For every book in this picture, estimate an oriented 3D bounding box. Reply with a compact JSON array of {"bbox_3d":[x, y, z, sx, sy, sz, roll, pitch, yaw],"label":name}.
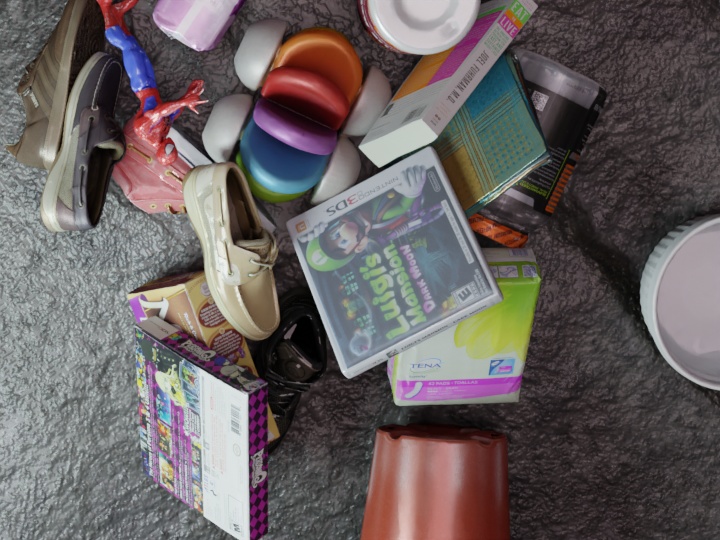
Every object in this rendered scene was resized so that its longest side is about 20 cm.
[{"bbox_3d":[0.092,-0.204,1.544,0.048,0.133,0.200,44,65,-14],"label":"book"}]

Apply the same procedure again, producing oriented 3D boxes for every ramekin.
[{"bbox_3d":[0.412,0.028,1.665,0.199,0.105,0.201,-1,100,-5],"label":"ramekin"}]

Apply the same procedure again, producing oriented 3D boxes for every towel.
[{"bbox_3d":[0.110,-0.126,1.571,0.022,0.147,0.200,18,136,-43],"label":"towel"}]

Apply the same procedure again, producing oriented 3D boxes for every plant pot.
[{"bbox_3d":[0.086,0.276,1.639,0.200,0.201,0.196,4,90,-6],"label":"plant pot"}]

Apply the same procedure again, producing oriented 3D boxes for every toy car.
[{"bbox_3d":[-0.065,-0.165,1.567,0.174,0.150,0.201,24,96,-9],"label":"toy car"}]

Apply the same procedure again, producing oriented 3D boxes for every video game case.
[{"bbox_3d":[-0.171,0.171,1.577,0.036,0.181,0.201,-27,130,-40],"label":"video game case"},{"bbox_3d":[0.031,-0.011,1.533,0.181,0.023,0.201,-28,59,9],"label":"video game case"}]

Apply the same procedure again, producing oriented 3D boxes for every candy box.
[{"bbox_3d":[-0.172,0.103,1.612,0.056,0.116,0.201,-29,103,-39],"label":"candy box"}]

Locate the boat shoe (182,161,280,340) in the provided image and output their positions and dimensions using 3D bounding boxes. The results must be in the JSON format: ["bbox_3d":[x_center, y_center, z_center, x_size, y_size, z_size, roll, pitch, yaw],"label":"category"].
[{"bbox_3d":[-0.124,-0.019,1.549,0.065,0.072,0.201,-6,109,39],"label":"boat shoe"}]

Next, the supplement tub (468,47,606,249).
[{"bbox_3d":[0.176,-0.131,1.609,0.122,0.123,0.201,25,95,-9],"label":"supplement tub"}]

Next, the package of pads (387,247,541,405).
[{"bbox_3d":[0.108,0.062,1.619,0.154,0.068,0.201,0,131,-6],"label":"package of pads"}]

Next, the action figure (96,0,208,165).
[{"bbox_3d":[-0.207,-0.211,1.548,0.099,0.065,0.201,-19,77,13],"label":"action figure"}]

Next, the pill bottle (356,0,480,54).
[{"bbox_3d":[0.055,-0.283,1.534,0.114,0.200,0.115,-1,98,-5],"label":"pill bottle"}]

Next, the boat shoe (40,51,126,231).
[{"bbox_3d":[-0.280,-0.134,1.556,0.065,0.072,0.201,10,74,19],"label":"boat shoe"}]

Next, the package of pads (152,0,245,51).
[{"bbox_3d":[-0.139,-0.325,1.550,0.076,0.121,0.200,34,95,-9],"label":"package of pads"}]

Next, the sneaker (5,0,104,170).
[{"bbox_3d":[-0.333,-0.209,1.576,0.075,0.070,0.201,12,88,14],"label":"sneaker"}]

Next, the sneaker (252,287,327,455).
[{"bbox_3d":[-0.091,0.124,1.629,0.076,0.114,0.200,22,101,-8],"label":"sneaker"}]

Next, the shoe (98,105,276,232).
[{"bbox_3d":[-0.191,-0.086,1.611,0.200,0.071,0.091,42,94,-5],"label":"shoe"}]
